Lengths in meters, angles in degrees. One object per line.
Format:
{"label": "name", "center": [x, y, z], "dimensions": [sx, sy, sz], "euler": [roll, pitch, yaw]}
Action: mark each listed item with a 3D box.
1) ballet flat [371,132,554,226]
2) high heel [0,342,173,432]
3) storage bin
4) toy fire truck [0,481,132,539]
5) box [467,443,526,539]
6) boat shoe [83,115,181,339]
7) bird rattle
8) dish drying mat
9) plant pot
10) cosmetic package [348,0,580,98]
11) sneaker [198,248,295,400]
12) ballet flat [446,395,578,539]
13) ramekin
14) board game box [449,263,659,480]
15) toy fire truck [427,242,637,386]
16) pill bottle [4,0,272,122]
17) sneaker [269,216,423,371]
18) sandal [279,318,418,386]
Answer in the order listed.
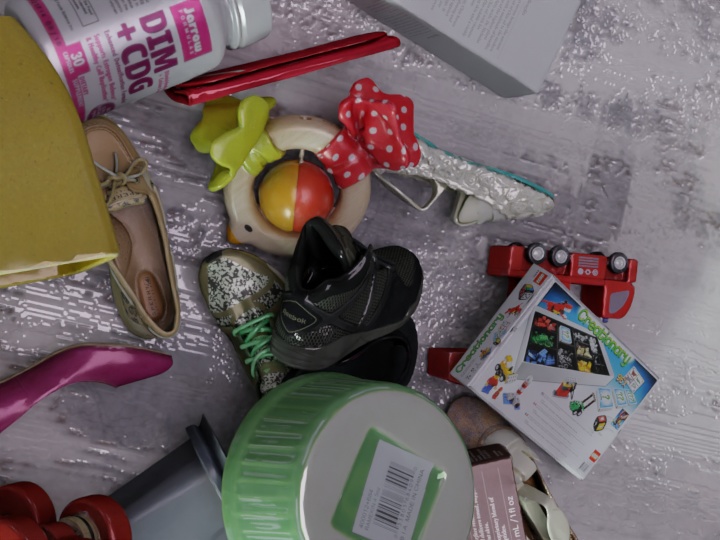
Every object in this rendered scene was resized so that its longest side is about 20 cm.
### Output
{"label": "ballet flat", "center": [0.079, -0.078, 1.382], "dimensions": [0.199, 0.072, 0.072], "euler": [23, 83, -12]}
{"label": "high heel", "center": [-0.254, 0.111, 1.251], "dimensions": [0.199, 0.067, 0.097], "euler": [-3, 83, -7]}
{"label": "storage bin", "center": [-0.136, 0.249, 1.272], "dimensions": [0.134, 0.146, 0.201], "euler": [-30, 102, -8]}
{"label": "toy fire truck", "center": [-0.269, 0.264, 1.190], "dimensions": [0.112, 0.199, 0.169], "euler": [-6, 98, -56]}
{"label": "box", "center": [0.044, 0.225, 1.341], "dimensions": [0.199, 0.075, 0.101], "euler": [-12, 94, -2]}
{"label": "boat shoe", "center": [-0.194, -0.038, 1.273], "dimensions": [0.073, 0.063, 0.201], "euler": [-25, 100, -19]}
{"label": "bird rattle", "center": [-0.048, -0.091, 1.312], "dimensions": [0.199, 0.113, 0.164], "euler": [0, 118, -16]}
{"label": "dish drying mat", "center": [-0.068, -0.180, 1.312], "dimensions": [0.199, 0.077, 0.018], "euler": [-19, 106, -20]}
{"label": "plant pot", "center": [-0.315, -0.085, 1.164], "dimensions": [0.194, 0.194, 0.201], "euler": [-11, 89, -21]}
{"label": "cosmetic package", "center": [0.090, -0.251, 1.376], "dimensions": [0.199, 0.071, 0.102], "euler": [29, 81, -20]}
{"label": "sneaker", "center": [-0.075, 0.072, 1.300], "dimensions": [0.077, 0.089, 0.201], "euler": [-29, 102, 4]}
{"label": "ballet flat", "center": [0.152, 0.202, 1.414], "dimensions": [0.068, 0.067, 0.201], "euler": [-39, 105, -24]}
{"label": "ramekin", "center": [-0.003, 0.180, 1.209], "dimensions": [0.199, 0.097, 0.201], "euler": [4, 83, -34]}
{"label": "board game box", "center": [0.185, 0.098, 1.398], "dimensions": [0.126, 0.035, 0.200], "euler": [-52, 128, -3]}
{"label": "toy fire truck", "center": [0.167, 0.046, 1.426], "dimensions": [0.199, 0.049, 0.142], "euler": [6, 90, -22]}
{"label": "pill bottle", "center": [-0.182, -0.204, 1.247], "dimensions": [0.199, 0.113, 0.114], "euler": [-25, 100, -19]}
{"label": "sneaker", "center": [0.000, 0.000, 1.297], "dimensions": [0.199, 0.076, 0.115], "euler": [-28, 138, -49]}
{"label": "sandal", "center": [0.006, 0.091, 1.318], "dimensions": [0.200, 0.048, 0.076], "euler": [-32, 104, -51]}
